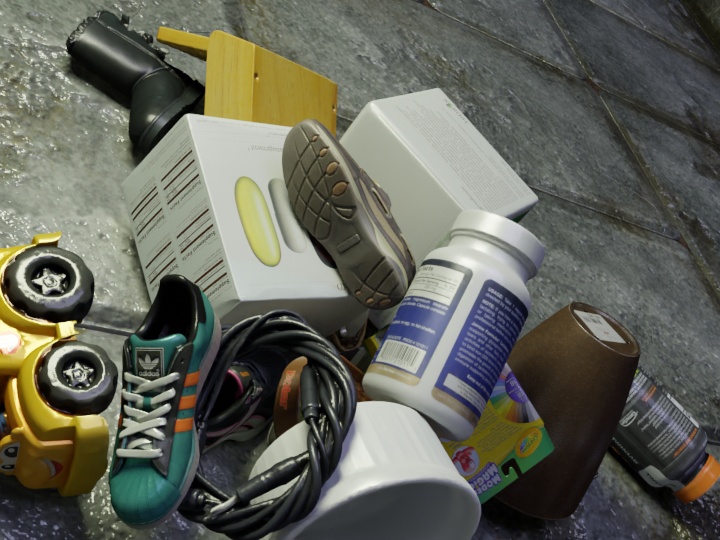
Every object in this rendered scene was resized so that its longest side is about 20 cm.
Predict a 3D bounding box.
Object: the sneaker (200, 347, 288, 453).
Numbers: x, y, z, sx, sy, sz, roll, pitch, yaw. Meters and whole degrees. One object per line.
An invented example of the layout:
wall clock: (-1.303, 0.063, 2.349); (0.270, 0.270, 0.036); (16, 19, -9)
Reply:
sneaker: (-0.122, 0.120, 0.936); (0.080, 0.086, 0.200); (45, 34, 5)

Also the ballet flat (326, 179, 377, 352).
ballet flat: (0.000, 0.000, 1.092); (0.068, 0.201, 0.063); (0, 25, -24)

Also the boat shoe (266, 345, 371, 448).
boat shoe: (-0.041, 0.140, 1.023); (0.201, 0.060, 0.072); (-35, 114, -54)

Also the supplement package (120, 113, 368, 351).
supplement package: (-0.112, -0.031, 1.023); (0.190, 0.147, 0.201); (-1, 65, -43)

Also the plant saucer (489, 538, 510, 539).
plant saucer: (0.170, 0.369, 1.001); (0.199, 0.029, 0.201); (26, 37, -21)

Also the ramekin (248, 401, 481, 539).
ramekin: (-0.004, 0.206, 0.866); (0.199, 0.201, 0.098); (13, 36, -35)

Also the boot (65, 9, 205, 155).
boot: (-0.280, -0.231, 1.186); (0.162, 0.073, 0.199); (37, 27, -10)

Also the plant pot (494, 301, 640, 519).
plant pot: (0.220, 0.141, 1.117); (0.186, 0.201, 0.187); (25, 24, -12)

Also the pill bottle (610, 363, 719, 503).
pill bottle: (0.386, 0.214, 1.320); (0.200, 0.106, 0.106); (46, 34, 8)

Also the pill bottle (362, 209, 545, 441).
pill bottle: (0.093, 0.050, 0.943); (0.115, 0.116, 0.201); (32, 75, -13)

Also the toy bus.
toy bus: (-0.301, 0.082, 0.777); (0.191, 0.136, 0.201); (-6, 57, -32)

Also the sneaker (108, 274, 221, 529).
sneaker: (-0.161, 0.095, 0.772); (0.071, 0.080, 0.201); (-1, 56, 11)

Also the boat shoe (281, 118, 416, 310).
boat shoe: (-0.010, -0.057, 0.981); (0.201, 0.074, 0.073); (63, 31, -4)

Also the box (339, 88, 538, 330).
box: (0.060, -0.075, 1.183); (0.200, 0.199, 0.171); (49, 34, 12)

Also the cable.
cable: (-0.083, 0.116, 0.809); (0.201, 0.162, 0.051); (-66, 148, -29)

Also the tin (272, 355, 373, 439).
tin: (-0.016, 0.157, 0.968); (0.200, 0.042, 0.113); (45, 45, -44)

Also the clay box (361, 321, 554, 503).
clay box: (0.101, 0.128, 1.017); (0.114, 0.048, 0.201); (-30, 89, -18)

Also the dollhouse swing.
dollhouse swing: (-0.152, -0.202, 1.232); (0.200, 0.175, 0.183); (6, 86, -64)

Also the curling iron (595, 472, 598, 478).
curling iron: (0.231, 0.250, 1.196); (0.199, 0.026, 0.050); (6, 45, -41)
